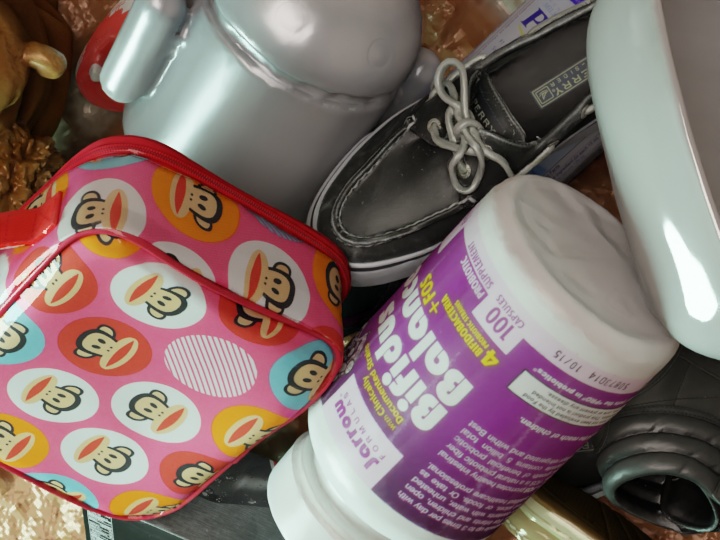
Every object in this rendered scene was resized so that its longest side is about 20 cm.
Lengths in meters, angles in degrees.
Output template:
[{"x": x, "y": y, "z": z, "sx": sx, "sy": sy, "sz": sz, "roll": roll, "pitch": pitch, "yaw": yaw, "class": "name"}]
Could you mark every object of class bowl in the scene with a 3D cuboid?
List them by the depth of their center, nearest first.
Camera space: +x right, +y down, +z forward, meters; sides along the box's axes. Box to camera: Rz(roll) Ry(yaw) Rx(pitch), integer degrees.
[{"x": 0.180, "y": -0.050, "z": 1.051, "sx": 0.074, "sy": 0.199, "sz": 0.201, "roll": -21, "pitch": 78, "yaw": 41, "class": "bowl"}]

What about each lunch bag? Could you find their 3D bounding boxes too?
[{"x": -0.120, "y": 0.028, "z": 1.090, "sx": 0.176, "sy": 0.082, "sz": 0.200, "roll": 29, "pitch": 135, "yaw": -25, "class": "lunch bag"}]

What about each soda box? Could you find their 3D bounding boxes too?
[{"x": -0.041, "y": 0.146, "z": 1.182, "sx": 0.199, "sy": 0.071, "sz": 0.064, "roll": 21, "pitch": 140, "yaw": 20, "class": "soda box"}]

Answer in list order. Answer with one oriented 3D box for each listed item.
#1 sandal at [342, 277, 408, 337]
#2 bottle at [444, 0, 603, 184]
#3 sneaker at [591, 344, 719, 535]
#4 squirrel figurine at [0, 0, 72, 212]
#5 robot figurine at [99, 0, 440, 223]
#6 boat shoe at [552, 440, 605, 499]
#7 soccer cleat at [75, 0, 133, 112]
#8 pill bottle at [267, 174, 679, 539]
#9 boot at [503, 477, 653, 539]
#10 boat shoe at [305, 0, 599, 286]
[{"x": 0.000, "y": 0.001, "z": 1.175, "sx": 0.200, "sy": 0.048, "sz": 0.076, "roll": -31, "pitch": 93, "yaw": 32, "class": "sandal"}, {"x": 0.124, "y": -0.117, "z": 1.168, "sx": 0.200, "sy": 0.065, "sz": 0.084, "roll": -43, "pitch": 81, "yaw": 10, "class": "bottle"}, {"x": 0.196, "y": 0.083, "z": 1.116, "sx": 0.199, "sy": 0.071, "sz": 0.100, "roll": 7, "pitch": 61, "yaw": -12, "class": "sneaker"}, {"x": -0.194, "y": -0.080, "z": 1.168, "sx": 0.141, "sy": 0.187, "sz": 0.201, "roll": -17, "pitch": 98, "yaw": -14, "class": "squirrel figurine"}, {"x": -0.044, "y": -0.097, "z": 1.140, "sx": 0.200, "sy": 0.169, "sz": 0.113, "roll": -53, "pitch": 41, "yaw": 35, "class": "robot figurine"}, {"x": 0.064, "y": 0.099, "z": 1.182, "sx": 0.199, "sy": 0.068, "sz": 0.072, "roll": -8, "pitch": 89, "yaw": 13, "class": "boat shoe"}, {"x": -0.075, "y": -0.157, "z": 1.218, "sx": 0.068, "sy": 0.085, "sz": 0.200, "roll": 32, "pitch": 124, "yaw": -31, "class": "soccer cleat"}, {"x": 0.046, "y": 0.059, "z": 1.075, "sx": 0.112, "sy": 0.112, "sz": 0.200, "roll": 47, "pitch": 118, "yaw": 9, "class": "pill bottle"}, {"x": 0.108, "y": 0.208, "z": 1.150, "sx": 0.200, "sy": 0.072, "sz": 0.155, "roll": 41, "pitch": 103, "yaw": -17, "class": "boot"}, {"x": 0.058, "y": -0.065, "z": 1.093, "sx": 0.199, "sy": 0.068, "sz": 0.074, "roll": -29, "pitch": 76, "yaw": -1, "class": "boat shoe"}]
